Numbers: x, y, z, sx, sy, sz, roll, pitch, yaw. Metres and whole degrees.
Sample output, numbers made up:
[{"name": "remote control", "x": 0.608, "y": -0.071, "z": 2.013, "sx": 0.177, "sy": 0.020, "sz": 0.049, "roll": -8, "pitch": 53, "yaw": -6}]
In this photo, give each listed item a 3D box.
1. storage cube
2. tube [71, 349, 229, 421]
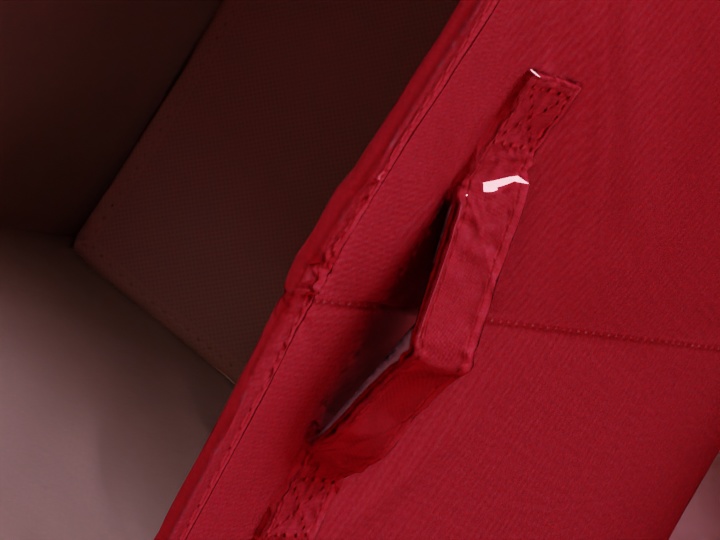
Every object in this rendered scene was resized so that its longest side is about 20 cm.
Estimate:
[{"name": "storage cube", "x": -0.011, "y": -0.036, "z": 0.554, "sx": 0.179, "sy": 0.171, "sz": 0.200, "roll": 9, "pitch": 26, "yaw": -51}, {"name": "tube", "x": -0.062, "y": 0.043, "z": 0.609, "sx": 0.199, "sy": 0.050, "sz": 0.078, "roll": 20, "pitch": 39, "yaw": -18}]
